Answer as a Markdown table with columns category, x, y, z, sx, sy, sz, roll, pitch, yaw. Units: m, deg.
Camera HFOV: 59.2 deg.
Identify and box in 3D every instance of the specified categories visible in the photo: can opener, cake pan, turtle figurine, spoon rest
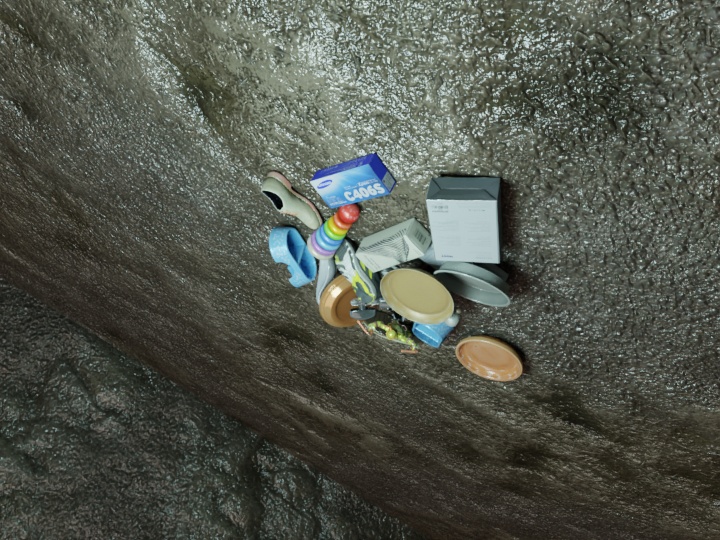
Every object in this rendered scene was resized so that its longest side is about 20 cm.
| category | x | y | z | sx | sy | sz | roll | pitch | yaw |
| --- | --- | --- | --- | --- | --- | --- | --- | --- | --- |
| can opener | 0.069 | 0.094 | 1.746 | 0.199 | 0.053 | 0.067 | -5 | 108 | 9 |
| cake pan | 0.276 | 0.031 | 1.548 | 0.199 | 0.037 | 0.200 | 23 | 167 | 5 |
| turtle figurine | 0.095 | 0.174 | 1.846 | 0.199 | 0.065 | 0.161 | 24 | -173 | 13 |
| spoon rest | -0.100 | 0.034 | 1.829 | 0.099 | 0.060 | 0.201 | -142 | 45 | -67 |

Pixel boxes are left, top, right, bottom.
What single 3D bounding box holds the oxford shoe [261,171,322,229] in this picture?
| category | x | y | z | sx | sy | sz | roll | pitch | yaw |
| --- | --- | --- | --- | --- | --- | --- | --- | --- | --- |
| oxford shoe | -0.186 | -0.169 | 1.681 | 0.200 | 0.074 | 0.071 | 42 | 144 | -20 |

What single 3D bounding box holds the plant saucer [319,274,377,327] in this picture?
| category | x | y | z | sx | sy | sz | roll | pitch | yaw |
| --- | --- | --- | --- | --- | --- | --- | --- | --- | --- |
| plant saucer | -0.021 | 0.088 | 1.814 | 0.037 | 0.200 | 0.201 | 52 | 169 | 45 |

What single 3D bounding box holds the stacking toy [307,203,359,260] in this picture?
| category | x | y | z | sx | sy | sz | roll | pitch | yaw |
| --- | --- | --- | --- | --- | --- | --- | --- | --- | --- |
| stacking toy | -0.064 | -0.109 | 1.665 | 0.085 | 0.086 | 0.200 | 34 | 139 | -10 |

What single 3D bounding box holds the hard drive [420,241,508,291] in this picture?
| category | x | y | z | sx | sy | sz | roll | pitch | yaw |
| --- | --- | --- | --- | --- | --- | --- | --- | --- | --- |
| hard drive | 0.259 | -0.012 | 1.615 | 0.200 | 0.027 | 0.132 | 34 | 146 | -9 |

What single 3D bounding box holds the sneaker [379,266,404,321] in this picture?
| category | x | y | z | sx | sy | sz | roll | pitch | yaw |
| --- | --- | --- | --- | --- | --- | --- | --- | --- | --- |
| sneaker | 0.098 | 0.065 | 1.787 | 0.073 | 0.080 | 0.200 | 2 | 137 | 36 |

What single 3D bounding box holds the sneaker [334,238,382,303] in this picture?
| category | x | y | z | sx | sy | sz | roll | pitch | yaw |
| --- | --- | --- | --- | --- | --- | --- | --- | --- | --- |
| sneaker | 0.000 | 0.000 | 1.736 | 0.074 | 0.084 | 0.201 | -41 | 69 | 39 |

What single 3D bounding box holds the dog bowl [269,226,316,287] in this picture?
| category | x | y | z | sx | sy | sz | roll | pitch | yaw |
| --- | --- | --- | --- | --- | --- | --- | --- | --- | --- |
| dog bowl | -0.188 | -0.042 | 1.815 | 0.049 | 0.112 | 0.200 | -10 | 133 | 24 |

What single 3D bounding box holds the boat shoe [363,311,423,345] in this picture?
| category | x | y | z | sx | sy | sz | roll | pitch | yaw |
| --- | --- | --- | --- | --- | --- | --- | --- | --- | --- |
| boat shoe | 0.101 | 0.191 | 1.969 | 0.199 | 0.072 | 0.076 | 25 | 162 | 7 |

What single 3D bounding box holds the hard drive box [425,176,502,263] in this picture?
| category | x | y | z | sx | sy | sz | roll | pitch | yaw |
| --- | --- | --- | --- | --- | --- | --- | --- | --- | --- |
| hard drive box | 0.238 | -0.111 | 1.430 | 0.155 | 0.077 | 0.201 | 4 | 140 | 17 |

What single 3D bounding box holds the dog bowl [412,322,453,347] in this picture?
| category | x | y | z | sx | sy | sz | roll | pitch | yaw |
| --- | --- | --- | --- | --- | --- | --- | --- | --- | --- |
| dog bowl | 0.202 | 0.168 | 1.823 | 0.111 | 0.050 | 0.200 | 32 | 166 | 10 |

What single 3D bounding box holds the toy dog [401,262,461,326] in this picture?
| category | x | y | z | sx | sy | sz | roll | pitch | yaw |
| --- | --- | --- | --- | --- | --- | --- | --- | --- | --- |
| toy dog | 0.198 | 0.050 | 1.686 | 0.200 | 0.132 | 0.096 | 36 | 108 | -20 |

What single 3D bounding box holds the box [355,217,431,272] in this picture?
| category | x | y | z | sx | sy | sz | roll | pitch | yaw |
| --- | --- | --- | --- | --- | --- | --- | --- | --- | --- |
| box | 0.084 | -0.063 | 1.634 | 0.082 | 0.069 | 0.200 | 43 | 143 | -21 |

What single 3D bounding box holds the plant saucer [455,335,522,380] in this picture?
| category | x | y | z | sx | sy | sz | roll | pitch | yaw |
| --- | --- | --- | --- | --- | --- | --- | --- | --- | --- |
| plant saucer | 0.380 | 0.253 | 1.860 | 0.199 | 0.038 | 0.201 | 20 | 146 | 14 |

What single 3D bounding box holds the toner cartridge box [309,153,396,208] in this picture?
| category | x | y | z | sx | sy | sz | roll | pitch | yaw |
| --- | --- | --- | --- | --- | --- | --- | --- | --- | --- |
| toner cartridge box | -0.020 | -0.213 | 1.531 | 0.199 | 0.043 | 0.095 | -9 | 131 | 43 |

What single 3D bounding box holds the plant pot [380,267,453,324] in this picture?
| category | x | y | z | sx | sy | sz | roll | pitch | yaw |
| --- | --- | --- | --- | --- | --- | --- | --- | --- | --- |
| plant pot | 0.147 | 0.061 | 1.618 | 0.199 | 0.028 | 0.201 | 19 | 142 | 15 |
